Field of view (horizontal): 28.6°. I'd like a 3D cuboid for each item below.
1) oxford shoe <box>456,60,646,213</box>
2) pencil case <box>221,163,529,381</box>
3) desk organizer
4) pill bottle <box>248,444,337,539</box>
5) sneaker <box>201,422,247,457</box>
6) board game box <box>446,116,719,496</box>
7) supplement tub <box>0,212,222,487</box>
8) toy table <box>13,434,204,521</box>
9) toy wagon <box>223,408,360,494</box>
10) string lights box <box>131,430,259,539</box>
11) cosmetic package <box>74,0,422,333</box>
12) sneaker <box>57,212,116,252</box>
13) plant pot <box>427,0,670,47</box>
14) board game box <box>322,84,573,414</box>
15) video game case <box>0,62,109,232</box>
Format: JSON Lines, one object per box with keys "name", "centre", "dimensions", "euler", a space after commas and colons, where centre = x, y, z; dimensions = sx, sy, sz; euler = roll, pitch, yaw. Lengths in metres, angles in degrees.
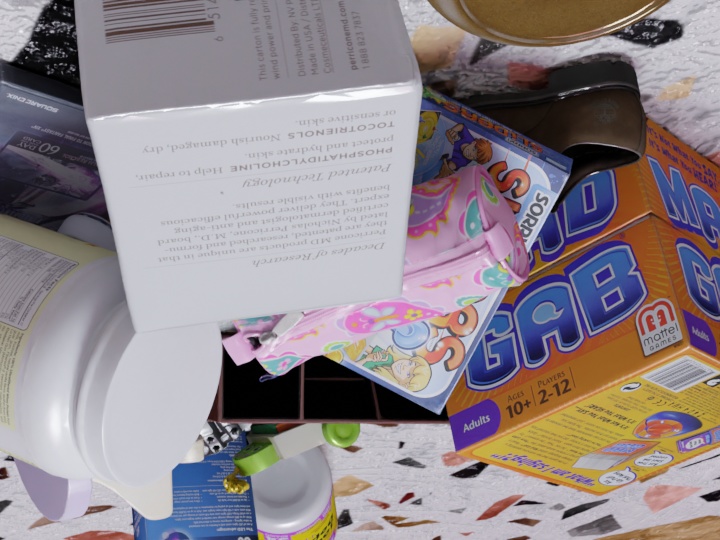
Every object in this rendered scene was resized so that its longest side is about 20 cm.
{"name": "oxford shoe", "centre": [0.100, -0.076, 0.975], "dimensions": [0.198, 0.085, 0.073], "euler": [-17, 156, 17]}
{"name": "pencil case", "centre": [0.007, 0.004, 0.909], "dimensions": [0.198, 0.088, 0.087], "euler": [-21, 150, 18]}
{"name": "desk organizer", "centre": [-0.025, 0.086, 1.119], "dimensions": [0.198, 0.073, 0.077], "euler": [2, 177, -17]}
{"name": "pill bottle", "centre": [-0.076, 0.253, 1.486], "dimensions": [0.103, 0.105, 0.201], "euler": [-9, 152, -2]}
{"name": "sneaker", "centre": [-0.081, 0.083, 1.223], "dimensions": [0.199, 0.091, 0.067], "euler": [-30, 116, -1]}
{"name": "board game box", "centre": [0.187, 0.030, 1.074], "dimensions": [0.199, 0.202, 0.199], "euler": [-29, 147, 31]}
{"name": "supplement tub", "centre": [-0.204, 0.048, 0.911], "dimensions": [0.198, 0.146, 0.145], "euler": [18, 162, 26]}
{"name": "toy table", "centre": [-0.213, 0.121, 1.153], "dimensions": [0.116, 0.200, 0.186], "euler": [-7, 119, -26]}
{"name": "toy wagon", "centre": [-0.039, 0.129, 1.236], "dimensions": [0.199, 0.040, 0.155], "euler": [-29, -173, -26]}
{"name": "string lights box", "centre": [-0.151, 0.197, 1.259], "dimensions": [0.102, 0.202, 0.059], "euler": [2, 150, -20]}
{"name": "cosmetic package", "centre": [-0.065, -0.094, 0.790], "dimensions": [0.164, 0.169, 0.201], "euler": [-8, 148, -6]}
{"name": "sneaker", "centre": [-0.163, -0.001, 1.039], "dimensions": [0.072, 0.071, 0.200], "euler": [20, 161, 19]}
{"name": "plant pot", "centre": [0.128, -0.193, 0.835], "dimensions": [0.198, 0.028, 0.201], "euler": [-8, 150, -5]}
{"name": "board game box", "centre": [0.039, -0.016, 0.960], "dimensions": [0.134, 0.035, 0.201], "euler": [26, 115, 1]}
{"name": "video game case", "centre": [-0.229, -0.060, 0.962], "dimensions": [0.142, 0.019, 0.200], "euler": [16, 141, -39]}
